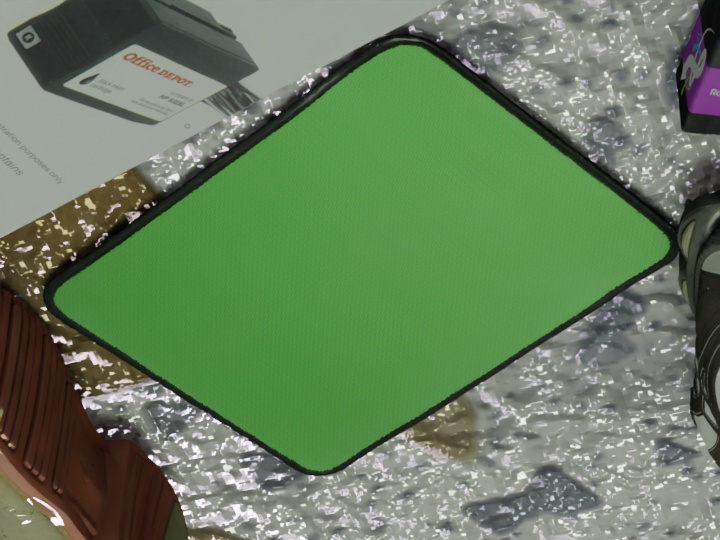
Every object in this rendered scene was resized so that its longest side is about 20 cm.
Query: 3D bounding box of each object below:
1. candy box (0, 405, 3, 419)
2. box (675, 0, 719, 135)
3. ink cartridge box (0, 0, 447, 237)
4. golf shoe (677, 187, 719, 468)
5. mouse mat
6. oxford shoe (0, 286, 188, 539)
[{"bbox_3d":[-0.210,0.087,1.131,0.115,0.055,0.200,37,141,11],"label":"candy box"},{"bbox_3d":[0.200,-0.118,0.995,0.142,0.036,0.200,7,137,-11],"label":"box"},{"bbox_3d":[-0.069,-0.114,0.907,0.200,0.145,0.084,-26,131,23],"label":"ink cartridge box"},{"bbox_3d":[0.162,0.057,1.134,0.078,0.095,0.200,-16,138,10],"label":"golf shoe"},{"bbox_3d":[0.000,0.000,1.132,0.200,0.008,0.161,-35,128,28],"label":"mouse mat"},{"bbox_3d":[-0.142,0.071,1.158,0.074,0.071,0.200,-13,133,24],"label":"oxford shoe"}]
